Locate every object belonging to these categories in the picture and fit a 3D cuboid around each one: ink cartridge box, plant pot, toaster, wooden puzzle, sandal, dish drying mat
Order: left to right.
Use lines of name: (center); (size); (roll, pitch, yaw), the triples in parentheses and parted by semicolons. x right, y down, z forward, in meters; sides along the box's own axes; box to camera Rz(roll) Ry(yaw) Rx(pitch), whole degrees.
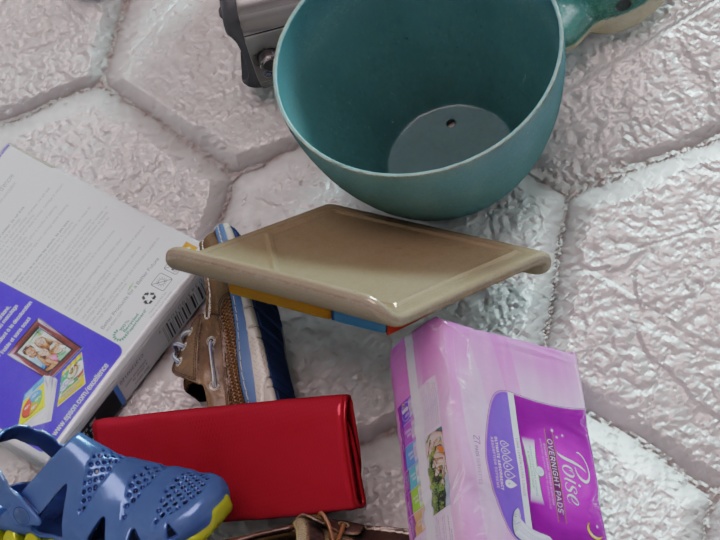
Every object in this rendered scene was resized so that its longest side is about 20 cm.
ink cartridge box: (-0.232, 0.026, 1.600); (0.200, 0.043, 0.198); (27, 69, 25)
sandal: (-0.176, 0.145, 1.454); (0.199, 0.087, 0.079); (-3, 24, 28)
dish drying mat: (-0.088, 0.127, 1.466); (0.200, 0.018, 0.077); (-8, 93, 31)
toaster: (-0.039, -0.236, 1.673); (0.129, 0.114, 0.200); (-9, 55, 5)
wooden puzzle: (0.000, 0.000, 1.477); (0.185, 0.037, 0.200); (14, 18, 35)
plant pot: (0.052, -0.113, 1.555); (0.199, 0.135, 0.201); (-7, 58, 11)

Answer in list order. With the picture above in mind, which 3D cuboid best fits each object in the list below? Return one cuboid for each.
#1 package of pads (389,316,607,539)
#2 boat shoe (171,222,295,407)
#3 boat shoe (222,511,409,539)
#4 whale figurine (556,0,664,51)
package of pads: (0.089, 0.134, 1.402); (0.120, 0.076, 0.200); (13, 52, -28)
boat shoe: (-0.091, 0.061, 1.519); (0.072, 0.072, 0.200); (-20, 60, 11)
boat shoe: (-0.028, 0.192, 1.425); (0.199, 0.072, 0.072); (-3, 58, 13)
whale figurine: (0.132, -0.234, 1.628); (0.199, 0.104, 0.159); (-12, 57, 8)
